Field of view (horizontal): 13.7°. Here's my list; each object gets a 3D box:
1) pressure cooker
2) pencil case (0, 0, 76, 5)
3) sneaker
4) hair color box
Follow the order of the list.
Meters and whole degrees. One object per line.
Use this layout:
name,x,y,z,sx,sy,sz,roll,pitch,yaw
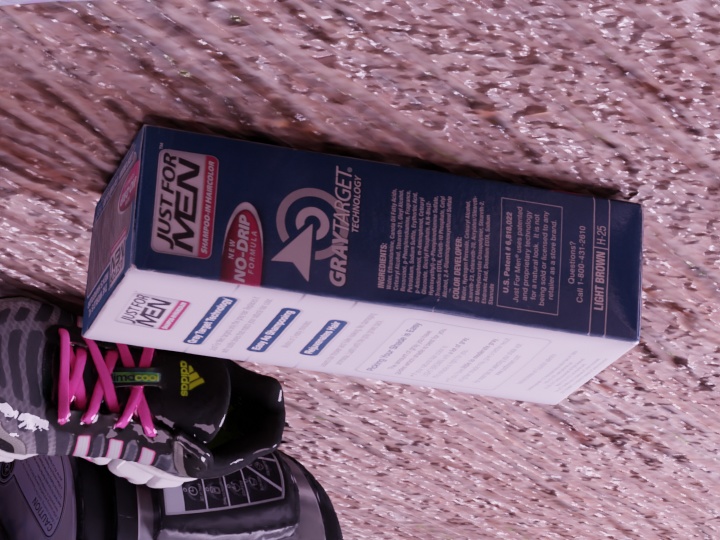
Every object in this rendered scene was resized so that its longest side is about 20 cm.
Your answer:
pressure cooker,-0.127,0.156,1.467,0.199,0.180,0.176,15,161,-33
pencil case,-0.135,-0.113,0.817,0.199,0.083,0.091,-4,141,20
sneaker,-0.105,0.051,1.321,0.087,0.074,0.200,-12,159,33
hair color box,0.000,0.000,1.158,0.199,0.061,0.100,8,161,-14
